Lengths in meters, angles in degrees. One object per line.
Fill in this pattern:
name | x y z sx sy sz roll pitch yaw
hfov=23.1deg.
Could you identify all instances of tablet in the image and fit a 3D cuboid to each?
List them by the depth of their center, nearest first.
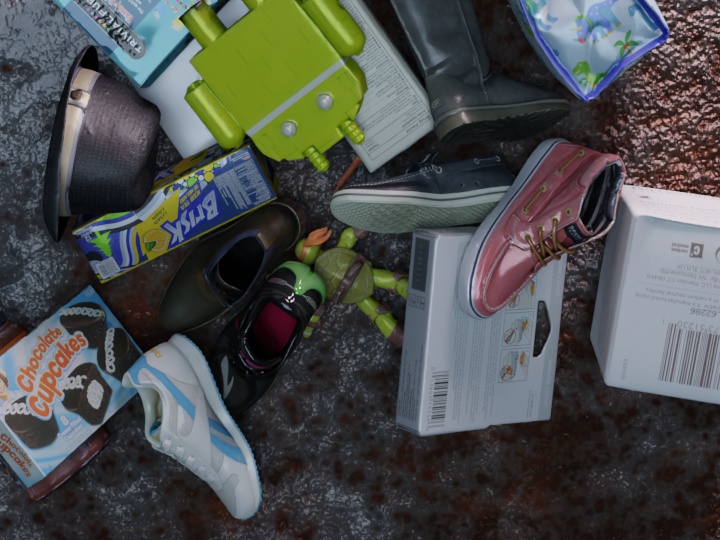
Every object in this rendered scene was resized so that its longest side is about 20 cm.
tablet | -0.126 -0.211 1.761 0.200 0.014 0.130 -34 96 7

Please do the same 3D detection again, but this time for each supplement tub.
supplement tub | -0.351 0.126 1.783 0.107 0.107 0.200 -38 95 8

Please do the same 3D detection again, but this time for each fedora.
fedora | -0.241 -0.116 1.691 0.091 0.201 0.202 10 100 -2

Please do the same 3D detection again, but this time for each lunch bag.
lunch bag | 0.190 -0.272 1.655 0.127 0.170 0.200 -40 94 9

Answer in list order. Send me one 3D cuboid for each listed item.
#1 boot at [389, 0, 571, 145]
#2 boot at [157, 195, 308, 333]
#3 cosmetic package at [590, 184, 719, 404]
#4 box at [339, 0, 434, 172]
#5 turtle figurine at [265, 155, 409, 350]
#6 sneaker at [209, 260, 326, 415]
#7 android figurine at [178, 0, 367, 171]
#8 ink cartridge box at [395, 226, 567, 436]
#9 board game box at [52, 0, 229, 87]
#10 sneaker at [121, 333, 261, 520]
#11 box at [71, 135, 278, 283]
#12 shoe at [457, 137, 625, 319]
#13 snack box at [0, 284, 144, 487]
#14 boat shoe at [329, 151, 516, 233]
boot | 0.107 -0.226 1.713 0.073 0.181 0.201 -37 67 42
boot | -0.144 0.004 1.742 0.200 0.097 0.075 -42 92 23
cosmetic package | 0.317 0.021 1.682 0.166 0.200 0.167 8 100 2
box | -0.011 -0.205 1.712 0.095 0.078 0.200 -34 103 7
turtle figurine | 0.000 0.000 1.763 0.161 0.064 0.201 29 100 -2
sneaker | -0.106 0.074 1.753 0.077 0.084 0.200 32 127 2
android figurine | -0.076 -0.185 1.660 0.182 0.041 0.200 -33 101 21
ink cartridge box | 0.122 0.057 1.757 0.173 0.043 0.201 -3 102 -38
board game box | -0.197 -0.303 1.726 0.151 0.047 0.200 45 98 0
sneaker | -0.168 0.168 1.779 0.081 0.076 0.201 -31 99 -25
box | -0.183 -0.065 1.756 0.199 0.070 0.065 -25 109 7
shoe | 0.174 -0.036 1.689 0.071 0.091 0.201 42 74 -39
snack box | -0.296 0.111 1.736 0.037 0.200 0.116 -32 98 39
boat shoe | 0.062 -0.079 1.725 0.199 0.075 0.063 -6 68 -19
